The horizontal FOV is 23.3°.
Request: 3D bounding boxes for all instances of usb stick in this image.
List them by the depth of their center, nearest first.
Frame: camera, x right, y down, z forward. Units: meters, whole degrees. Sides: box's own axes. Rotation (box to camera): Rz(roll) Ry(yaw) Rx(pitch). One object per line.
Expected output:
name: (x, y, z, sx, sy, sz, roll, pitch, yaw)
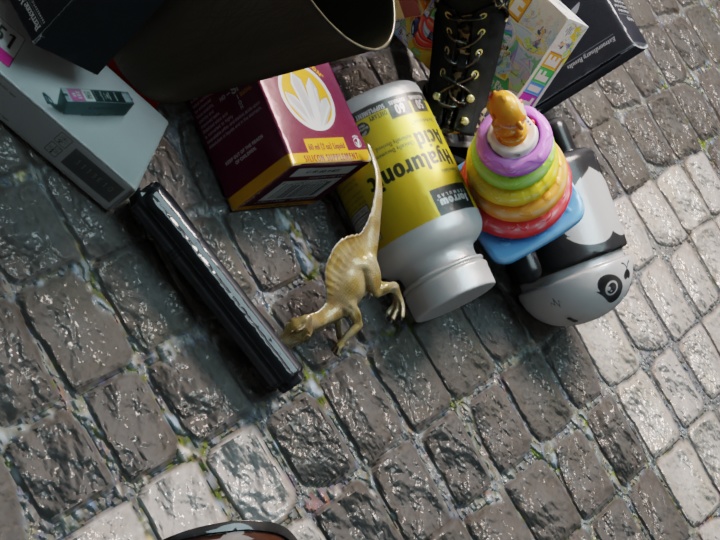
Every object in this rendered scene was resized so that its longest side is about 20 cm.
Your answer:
usb stick: (-0.116, 0.013, 1.397, 0.033, 0.055, 0.201, -39, 98, -10)

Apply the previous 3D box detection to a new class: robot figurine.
robot figurine: (0.195, -0.046, 1.725, 0.149, 0.125, 0.202, -19, 88, -10)

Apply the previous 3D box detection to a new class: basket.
basket: (-0.098, -0.219, 1.388, 0.181, 0.199, 0.136, 59, 35, -12)

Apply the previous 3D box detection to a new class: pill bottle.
pill bottle: (0.044, -0.060, 1.583, 0.111, 0.111, 0.202, -14, 75, -52)

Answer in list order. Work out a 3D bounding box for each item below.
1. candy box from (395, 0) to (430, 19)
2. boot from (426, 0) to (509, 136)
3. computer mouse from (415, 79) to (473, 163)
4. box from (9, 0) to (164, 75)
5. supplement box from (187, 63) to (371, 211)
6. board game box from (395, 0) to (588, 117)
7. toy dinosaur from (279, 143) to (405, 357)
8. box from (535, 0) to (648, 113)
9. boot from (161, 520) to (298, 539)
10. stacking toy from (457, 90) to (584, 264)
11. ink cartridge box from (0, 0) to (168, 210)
candy box: (0.046, -0.330, 1.637, 0.116, 0.055, 0.201, 69, 29, -28)
boot: (0.096, -0.203, 1.602, 0.204, 0.073, 0.156, -13, 113, -83)
computer mouse: (0.102, -0.142, 1.773, 0.199, 0.044, 0.111, 17, 56, -49)
box: (-0.221, -0.276, 1.353, 0.079, 0.141, 0.201, 26, 27, -53)
supplement box: (-0.087, -0.162, 1.525, 0.110, 0.085, 0.202, -8, 70, -51)
board game box: (0.121, -0.242, 1.724, 0.034, 0.135, 0.200, 13, 28, -46)
toy dinosaur: (0.000, 0.000, 1.486, 0.201, 0.058, 0.101, -62, 144, -22)
box: (0.195, -0.287, 1.881, 0.201, 0.147, 0.104, 61, 19, 3)
boot: (-0.069, 0.291, 1.255, 0.188, 0.068, 0.202, 28, 52, -45)
stacking toy: (0.136, -0.107, 1.566, 0.117, 0.109, 0.200, 56, -8, 25)
ink cartridge box: (-0.237, -0.171, 1.394, 0.200, 0.043, 0.174, 41, 40, -21)
